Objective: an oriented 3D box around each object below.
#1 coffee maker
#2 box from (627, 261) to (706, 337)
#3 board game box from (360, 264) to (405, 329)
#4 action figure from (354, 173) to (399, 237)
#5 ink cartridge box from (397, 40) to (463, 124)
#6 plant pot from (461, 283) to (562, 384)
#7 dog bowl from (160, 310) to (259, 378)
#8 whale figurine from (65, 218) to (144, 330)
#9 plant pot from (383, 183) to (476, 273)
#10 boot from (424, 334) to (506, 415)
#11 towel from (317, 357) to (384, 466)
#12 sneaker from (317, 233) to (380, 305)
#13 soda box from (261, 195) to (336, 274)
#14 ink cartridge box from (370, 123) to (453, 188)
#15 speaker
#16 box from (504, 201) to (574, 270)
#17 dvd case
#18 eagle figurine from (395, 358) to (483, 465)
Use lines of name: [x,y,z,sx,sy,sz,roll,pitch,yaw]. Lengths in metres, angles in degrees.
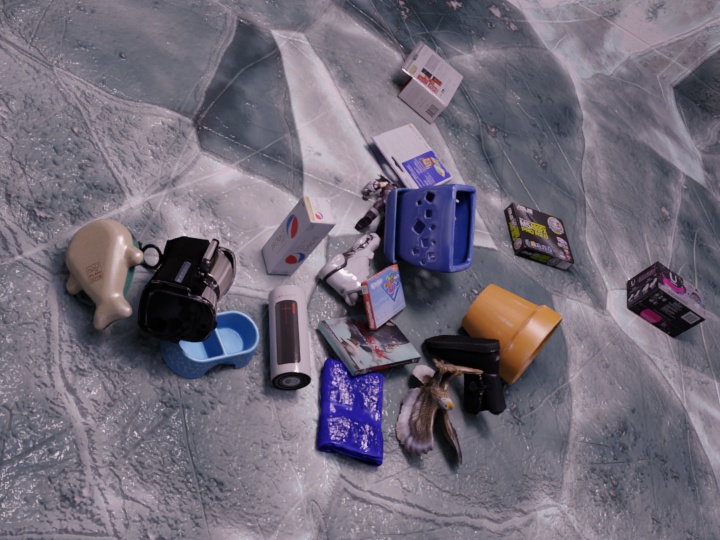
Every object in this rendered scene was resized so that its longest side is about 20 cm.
coffee maker: [-0.337,0.035,1.480,0.190,0.136,0.200,-5,26,7]
box: [0.922,0.087,2.447,0.199,0.132,0.115,30,46,-17]
board game box: [0.052,0.056,1.796,0.200,0.019,0.104,-27,109,-66]
action figure: [0.057,-0.162,2.011,0.129,0.070,0.201,33,40,-3]
ink cartridge box: [0.193,-0.560,2.402,0.175,0.084,0.201,39,43,-8]
plant pot: [0.348,0.136,1.936,0.183,0.201,0.200,39,41,16]
dog bowl: [-0.278,0.133,1.535,0.199,0.050,0.112,-8,64,-42]
whale figurine: [-0.446,0.010,1.449,0.202,0.158,0.104,69,10,23]
plant pot: [0.161,-0.104,1.903,0.200,0.178,0.203,-13,106,-66]
boot: [0.232,0.236,1.823,0.076,0.199,0.170,-14,102,-50]
towel: [-0.013,0.281,1.631,0.147,0.050,0.202,22,48,-25]
sneaker: [0.000,0.000,1.839,0.115,0.075,0.200,51,47,3]
soda box: [-0.131,-0.071,1.692,0.063,0.200,0.069,3,56,-36]
ink cartridge box: [0.131,-0.292,2.183,0.199,0.047,0.198,-28,80,-45]
speaker: [-0.142,0.132,1.621,0.081,0.081,0.202,15,51,-28]
box: [0.514,-0.098,2.333,0.198,0.044,0.162,16,51,-29]
dvd case: [0.021,0.153,1.741,0.199,0.022,0.146,-5,46,-42]
eagle figurine: [0.163,0.294,1.721,0.150,0.202,0.151,13,0,15]
